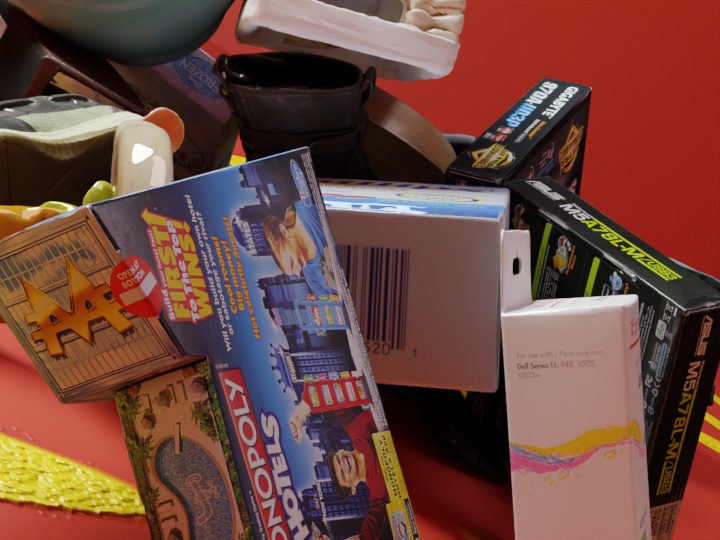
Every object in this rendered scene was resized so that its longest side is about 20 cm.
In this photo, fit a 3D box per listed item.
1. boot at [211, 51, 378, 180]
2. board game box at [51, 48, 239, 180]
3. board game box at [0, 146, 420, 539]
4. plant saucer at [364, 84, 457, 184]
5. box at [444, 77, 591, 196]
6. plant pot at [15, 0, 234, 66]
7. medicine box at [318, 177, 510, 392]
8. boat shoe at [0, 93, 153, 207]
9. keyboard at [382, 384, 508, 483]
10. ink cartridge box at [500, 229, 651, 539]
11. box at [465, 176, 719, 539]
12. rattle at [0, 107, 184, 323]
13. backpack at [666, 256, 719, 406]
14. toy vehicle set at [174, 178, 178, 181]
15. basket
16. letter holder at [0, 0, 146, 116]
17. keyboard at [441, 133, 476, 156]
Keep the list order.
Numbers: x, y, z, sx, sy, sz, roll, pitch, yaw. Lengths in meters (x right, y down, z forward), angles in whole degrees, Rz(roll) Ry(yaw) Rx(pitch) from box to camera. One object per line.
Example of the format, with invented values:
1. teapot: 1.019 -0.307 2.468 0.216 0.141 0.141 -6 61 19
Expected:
1. boot: -0.071 -0.091 0.912 0.198 0.070 0.175 -2 -34 14
2. board game box: -0.189 -0.156 1.050 0.199 0.043 0.199 38 -19 0
3. board game box: -0.062 0.040 0.520 0.200 0.061 0.202 6 66 -65
4. plant saucer: 0.004 -0.106 0.994 0.199 0.036 0.200 28 -11 6
5. box: 0.121 -0.042 0.996 0.046 0.160 0.200 15 33 23
6. plant pot: -0.158 -0.228 0.886 0.200 0.201 0.134 34 -19 19
7. medicine box: 0.000 0.000 0.790 0.180 0.104 0.200 4 8 7
8. boat shoe: -0.200 -0.060 0.720 0.066 0.072 0.200 28 27 25
9. keyboard: 0.033 0.078 0.919 0.104 0.040 0.200 41 10 -33
10. ink cartridge box: 0.121 0.076 0.700 0.067 0.202 0.117 -4 1 15
11. box: 0.148 0.066 0.854 0.047 0.202 0.193 -7 29 -26
12. rattle: -0.160 -0.031 0.678 0.142 0.131 0.201 -11 39 -5
13. backpack: 0.248 0.058 1.258 0.199 0.177 0.153 23 -4 -36
14. toy vehicle set: -0.070 -0.007 1.037 0.200 0.027 0.124 37 12 31
15. basket: -0.005 -0.203 0.859 0.134 0.124 0.200 13 4 -10
16. letter holder: -0.206 -0.104 0.905 0.142 0.101 0.200 27 11 -33
17. keyboard: 0.036 -0.062 1.154 0.103 0.201 0.040 -1 53 -15
